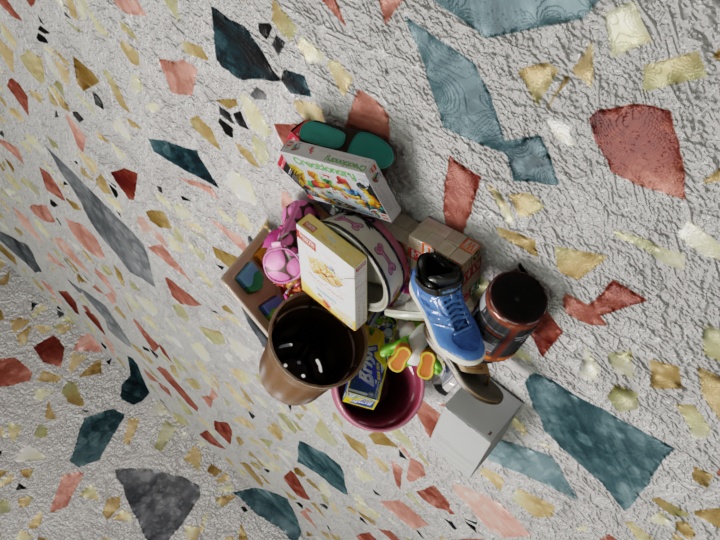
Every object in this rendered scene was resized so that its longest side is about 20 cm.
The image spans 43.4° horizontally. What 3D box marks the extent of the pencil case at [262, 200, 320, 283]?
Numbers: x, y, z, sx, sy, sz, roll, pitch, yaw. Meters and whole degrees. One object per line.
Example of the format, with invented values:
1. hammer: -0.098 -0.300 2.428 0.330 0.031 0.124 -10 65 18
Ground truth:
1. pencil case: -0.132 -0.063 1.764 0.091 0.200 0.094 -16 119 16

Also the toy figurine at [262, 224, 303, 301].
1. toy figurine: -0.138 -0.004 1.914 0.184 0.150 0.200 54 136 9

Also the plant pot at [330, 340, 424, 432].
1. plant pot: 0.023 0.249 1.980 0.200 0.200 0.179 48 167 -4

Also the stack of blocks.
1. stack of blocks: 0.115 -0.034 1.606 0.200 0.059 0.115 30 148 27

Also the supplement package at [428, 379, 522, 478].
1. supplement package: 0.230 0.314 1.841 0.117 0.117 0.200 38 151 16

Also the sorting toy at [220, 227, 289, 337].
1. sorting toy: -0.195 0.028 1.963 0.036 0.200 0.185 -20 117 40

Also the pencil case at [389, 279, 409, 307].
1. pencil case: 0.000 0.000 1.783 0.200 0.088 0.088 36 150 20

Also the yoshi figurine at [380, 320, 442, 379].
1. yoshi figurine: 0.098 0.163 1.762 0.113 0.112 0.200 63 -171 -10

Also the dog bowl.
1. dog bowl: 0.002 -0.025 1.632 0.200 0.074 0.200 39 153 24

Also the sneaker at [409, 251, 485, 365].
1. sneaker: 0.147 0.057 1.499 0.111 0.077 0.200 95 151 -55

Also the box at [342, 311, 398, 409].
1. box: 0.022 0.177 1.848 0.070 0.200 0.064 16 151 -2

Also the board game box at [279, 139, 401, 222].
1. board game box: -0.035 -0.155 1.551 0.200 0.035 0.126 19 154 38

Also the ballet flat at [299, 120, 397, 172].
1. ballet flat: -0.014 -0.208 1.559 0.200 0.073 0.073 23 144 26

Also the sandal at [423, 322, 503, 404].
1. sandal: 0.196 0.162 1.650 0.055 0.082 0.200 -40 85 29

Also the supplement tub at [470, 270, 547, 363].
1. supplement tub: 0.239 0.090 1.550 0.107 0.107 0.200 40 151 11

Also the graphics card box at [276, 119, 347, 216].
1. graphics card box: -0.058 -0.171 1.672 0.200 0.051 0.125 44 151 5

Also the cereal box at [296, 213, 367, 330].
1. cereal box: -0.050 0.006 1.627 0.144 0.040 0.200 37 153 25

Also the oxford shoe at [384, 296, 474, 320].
1. oxford shoe: 0.129 0.064 1.689 0.200 0.075 0.058 -8 81 43

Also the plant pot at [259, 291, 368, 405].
1. plant pot: -0.111 0.170 1.814 0.200 0.200 0.198 44 148 4

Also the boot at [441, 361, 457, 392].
1. boot: 0.186 0.158 1.760 0.090 0.073 0.200 45 143 12
